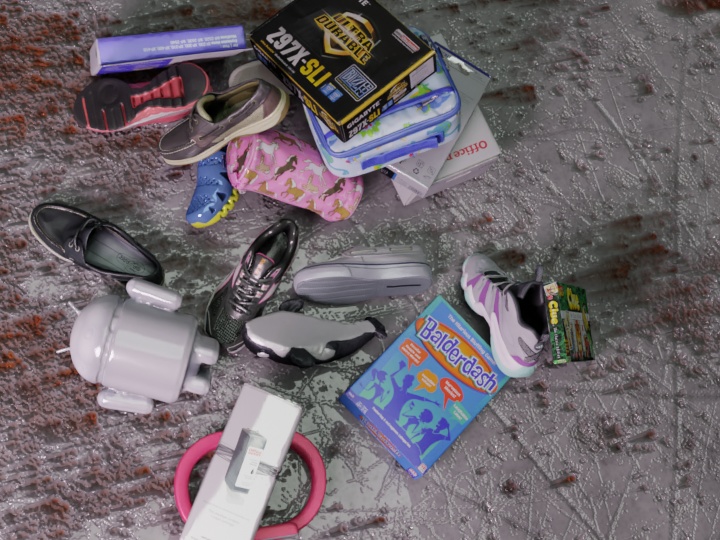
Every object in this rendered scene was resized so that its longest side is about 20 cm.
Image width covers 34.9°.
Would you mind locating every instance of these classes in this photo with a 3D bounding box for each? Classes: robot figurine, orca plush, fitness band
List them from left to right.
[{"bbox_3d":[-0.279,0.098,1.443,0.197,0.113,0.172,16,94,-9],"label":"robot figurine"},{"bbox_3d":[-0.140,0.275,1.468,0.197,0.037,0.146,-3,72,-15],"label":"fitness band"},{"bbox_3d":[-0.068,0.095,1.529,0.198,0.071,0.106,-14,57,-34],"label":"orca plush"}]

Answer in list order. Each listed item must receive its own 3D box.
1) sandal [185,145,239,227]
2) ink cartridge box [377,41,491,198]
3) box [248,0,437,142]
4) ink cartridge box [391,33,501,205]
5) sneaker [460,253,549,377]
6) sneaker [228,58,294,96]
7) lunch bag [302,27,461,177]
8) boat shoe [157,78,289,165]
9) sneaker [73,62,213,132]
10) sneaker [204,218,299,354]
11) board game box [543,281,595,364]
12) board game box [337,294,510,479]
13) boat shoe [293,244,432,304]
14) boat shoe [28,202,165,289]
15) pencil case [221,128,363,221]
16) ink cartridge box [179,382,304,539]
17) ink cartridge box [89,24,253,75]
[{"bbox_3d":[-0.197,-0.150,1.545,0.087,0.079,0.202,39,55,-37],"label":"sandal"},{"bbox_3d":[0.094,-0.209,1.576,0.099,0.039,0.201,31,72,0],"label":"ink cartridge box"},{"bbox_3d":[-0.024,-0.280,1.473,0.159,0.049,0.200,-39,63,-10],"label":"box"},{"bbox_3d":[0.089,-0.215,1.642,0.144,0.083,0.202,-22,80,-18],"label":"ink cartridge box"},{"bbox_3d":[0.210,0.028,1.548,0.077,0.141,0.201,-8,55,-25],"label":"sneaker"},{"bbox_3d":[-0.085,-0.281,1.604,0.197,0.085,0.076,-6,108,0],"label":"sneaker"},{"bbox_3d":[0.028,-0.219,1.507,0.198,0.083,0.162,-19,64,-2],"label":"lunch bag"},{"bbox_3d":[-0.186,-0.197,1.464,0.066,0.199,0.073,43,38,-45],"label":"boat shoe"},{"bbox_3d":[-0.291,-0.222,1.562,0.197,0.087,0.075,-10,79,9],"label":"sneaker"},{"bbox_3d":[-0.143,0.009,1.517,0.080,0.086,0.202,26,70,-3],"label":"sneaker"},{"bbox_3d":[0.284,0.072,1.551,0.023,0.200,0.106,-12,83,20],"label":"board game box"},{"bbox_3d":[0.091,0.156,1.552,0.152,0.045,0.200,44,68,2],"label":"board game box"},{"bbox_3d":[0.000,0.000,1.573,0.197,0.074,0.067,0,55,-21],"label":"boat shoe"},{"bbox_3d":[-0.343,-0.034,1.491,0.198,0.066,0.075,36,69,-1],"label":"boat shoe"},{"bbox_3d":[-0.087,-0.128,1.535,0.198,0.086,0.084,16,44,-37],"label":"pencil case"},{"bbox_3d":[-0.146,0.254,1.375,0.084,0.146,0.202,24,67,-2],"label":"ink cartridge box"},{"bbox_3d":[-0.256,-0.295,1.522,0.195,0.200,0.044,-10,100,-16],"label":"ink cartridge box"}]
